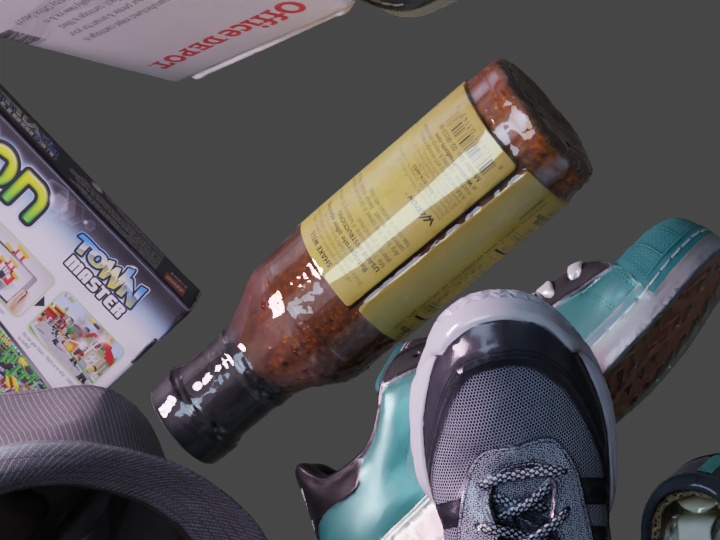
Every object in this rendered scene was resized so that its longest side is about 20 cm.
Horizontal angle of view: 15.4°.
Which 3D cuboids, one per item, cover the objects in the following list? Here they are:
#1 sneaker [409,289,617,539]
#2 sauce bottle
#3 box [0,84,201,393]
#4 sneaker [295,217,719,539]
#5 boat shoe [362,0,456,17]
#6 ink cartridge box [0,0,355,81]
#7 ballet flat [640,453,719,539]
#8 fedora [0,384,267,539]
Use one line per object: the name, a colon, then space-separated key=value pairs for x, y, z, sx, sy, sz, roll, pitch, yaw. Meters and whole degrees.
sneaker: x=0.063 y=0.113 z=0.944 sx=0.075 sy=0.114 sz=0.201 roll=-7 pitch=119 yaw=-1
sauce bottle: x=0.000 y=0.000 z=1.062 sx=0.200 sy=0.066 sz=0.066 roll=-38 pitch=68 yaw=14
box: x=-0.174 y=-0.022 z=1.111 sx=0.110 sy=0.035 sz=0.200 roll=-42 pitch=97 yaw=12
sneaker: x=0.053 y=0.042 z=1.027 sx=0.200 sy=0.071 sz=0.080 roll=-45 pitch=69 yaw=12
boat shoe: x=0.071 y=-0.173 z=1.059 sx=0.200 sy=0.062 sz=0.073 roll=-35 pitch=69 yaw=16
ink cartridge box: x=-0.117 y=-0.147 z=1.042 sx=0.145 sy=0.199 sz=0.085 roll=-16 pitch=67 yaw=55
ballet flat: x=0.127 y=0.166 z=0.974 sx=0.073 sy=0.073 sz=0.201 roll=-3 pitch=81 yaw=24
fedora: x=-0.136 y=0.110 z=1.074 sx=0.200 sy=0.177 sz=0.091 roll=-39 pitch=39 yaw=20
